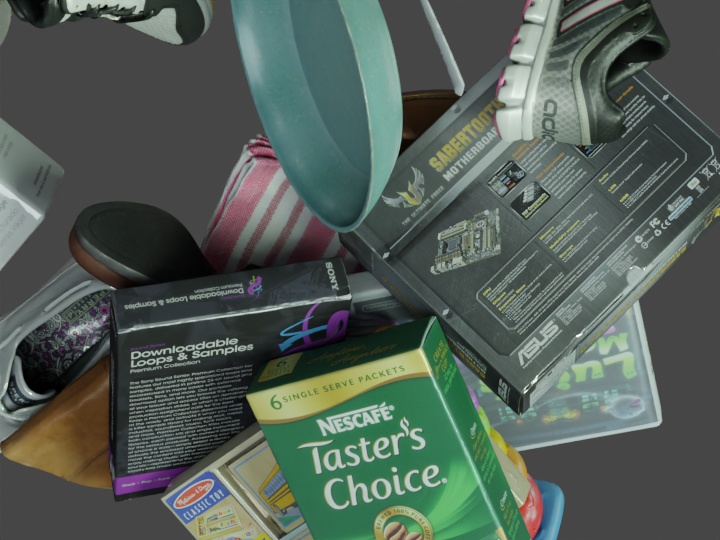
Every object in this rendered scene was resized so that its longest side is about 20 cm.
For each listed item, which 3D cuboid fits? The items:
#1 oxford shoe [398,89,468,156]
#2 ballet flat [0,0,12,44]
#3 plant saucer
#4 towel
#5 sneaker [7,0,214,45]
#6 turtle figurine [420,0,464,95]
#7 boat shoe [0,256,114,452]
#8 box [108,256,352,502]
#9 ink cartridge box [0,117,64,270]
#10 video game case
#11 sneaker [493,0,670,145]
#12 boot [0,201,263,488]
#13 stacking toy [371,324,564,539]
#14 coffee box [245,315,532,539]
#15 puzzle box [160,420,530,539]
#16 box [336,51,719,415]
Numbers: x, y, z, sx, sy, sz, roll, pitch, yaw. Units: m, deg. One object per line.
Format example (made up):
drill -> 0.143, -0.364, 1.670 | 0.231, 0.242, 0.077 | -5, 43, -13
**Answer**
oxford shoe -> 0.080, -0.064, 1.550 | 0.198, 0.071, 0.072 | 10, 115, 1
ballet flat -> -0.216, -0.227, 1.512 | 0.067, 0.046, 0.201 | 11, 111, -17
plant saucer -> -0.022, -0.123, 1.432 | 0.036, 0.200, 0.201 | -18, 114, -18
towel -> 0.000, 0.000, 1.577 | 0.199, 0.030, 0.147 | 22, 135, -6
sneaker -> -0.169, -0.172, 1.472 | 0.075, 0.088, 0.200 | -9, 150, 41
turtle figurine -> 0.033, -0.249, 1.423 | 0.144, 0.200, 0.195 | -38, 149, -23
boat shoe -> -0.212, 0.064, 1.619 | 0.200, 0.069, 0.072 | -37, 107, 17
box -> -0.083, 0.069, 1.532 | 0.142, 0.036, 0.201 | -9, 148, -12
ink cartridge box -> -0.309, -0.060, 1.563 | 0.200, 0.086, 0.148 | 38, 111, -15
video game case -> 0.083, 0.055, 1.586 | 0.198, 0.023, 0.182 | -11, 137, 7
sneaker -> 0.146, -0.159, 1.465 | 0.087, 0.074, 0.201 | 17, 76, 9
boot -> -0.159, 0.051, 1.563 | 0.200, 0.069, 0.188 | -39, 145, 26
stacking toy -> 0.045, 0.110, 1.568 | 0.115, 0.110, 0.201 | -6, 127, 24
coffee box -> 0.024, 0.134, 1.485 | 0.122, 0.044, 0.201 | -14, 112, 23
puzzle box -> -0.011, 0.136, 1.537 | 0.200, 0.025, 0.133 | -36, 102, 28
box -> 0.109, -0.039, 1.487 | 0.158, 0.048, 0.200 | 43, 78, 16
